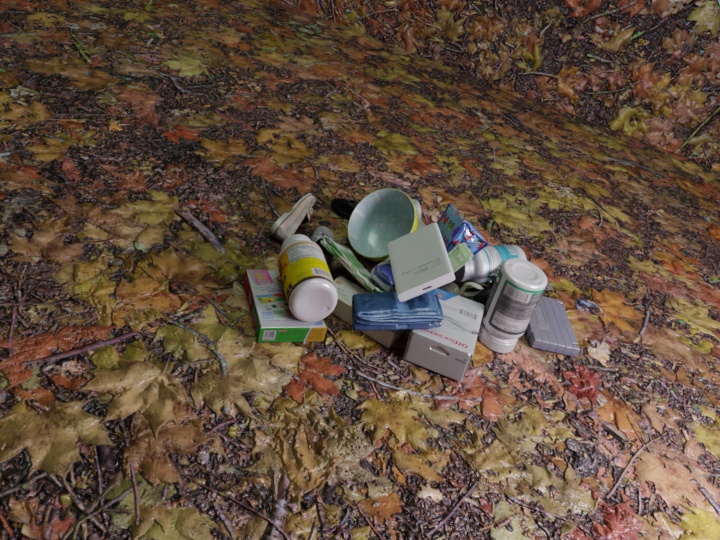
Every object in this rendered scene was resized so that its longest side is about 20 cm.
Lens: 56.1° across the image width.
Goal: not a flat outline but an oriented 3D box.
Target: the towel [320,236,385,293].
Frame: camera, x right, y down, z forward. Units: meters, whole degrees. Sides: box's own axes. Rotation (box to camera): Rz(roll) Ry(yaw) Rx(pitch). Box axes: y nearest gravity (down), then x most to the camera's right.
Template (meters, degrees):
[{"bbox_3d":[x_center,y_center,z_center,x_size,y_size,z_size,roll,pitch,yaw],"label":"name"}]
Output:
[{"bbox_3d":[0.000,0.000,1.621,0.200,0.024,0.152,45,8,26],"label":"towel"}]

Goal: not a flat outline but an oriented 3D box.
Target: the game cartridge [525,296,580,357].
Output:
[{"bbox_3d":[0.472,0.134,1.719,0.126,0.039,0.202,9,34,-4],"label":"game cartridge"}]

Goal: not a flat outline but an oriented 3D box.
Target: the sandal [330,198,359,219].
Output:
[{"bbox_3d":[0.008,-0.163,1.923,0.197,0.044,0.076,27,34,14],"label":"sandal"}]

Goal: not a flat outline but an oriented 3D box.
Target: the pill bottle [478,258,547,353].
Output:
[{"bbox_3d":[0.349,0.085,1.578,0.110,0.204,0.114,11,33,-8],"label":"pill bottle"}]

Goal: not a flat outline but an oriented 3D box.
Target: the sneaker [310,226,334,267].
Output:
[{"bbox_3d":[-0.090,-0.059,1.693,0.073,0.084,0.202,11,34,-9],"label":"sneaker"}]

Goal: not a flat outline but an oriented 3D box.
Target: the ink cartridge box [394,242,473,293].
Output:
[{"bbox_3d":[0.172,0.011,1.589,0.048,0.199,0.145,52,13,4],"label":"ink cartridge box"}]

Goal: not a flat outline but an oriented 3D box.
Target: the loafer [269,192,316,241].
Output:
[{"bbox_3d":[-0.167,-0.134,1.792,0.062,0.072,0.200,38,42,3],"label":"loafer"}]

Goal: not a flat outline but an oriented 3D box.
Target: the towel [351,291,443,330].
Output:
[{"bbox_3d":[0.077,0.083,1.471,0.194,0.050,0.112,-2,30,-4],"label":"towel"}]

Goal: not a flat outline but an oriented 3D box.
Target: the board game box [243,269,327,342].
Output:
[{"bbox_3d":[-0.170,0.075,1.501,0.149,0.041,0.202,2,37,-22],"label":"board game box"}]

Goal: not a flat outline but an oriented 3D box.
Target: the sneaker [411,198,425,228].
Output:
[{"bbox_3d":[0.136,-0.146,1.933,0.078,0.072,0.202,5,36,-12],"label":"sneaker"}]

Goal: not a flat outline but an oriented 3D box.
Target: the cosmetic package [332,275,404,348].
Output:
[{"bbox_3d":[0.008,0.091,1.552,0.197,0.052,0.082,30,35,18],"label":"cosmetic package"}]

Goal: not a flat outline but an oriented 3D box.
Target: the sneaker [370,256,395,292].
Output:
[{"bbox_3d":[0.105,-0.029,1.638,0.080,0.116,0.198,41,29,12],"label":"sneaker"}]

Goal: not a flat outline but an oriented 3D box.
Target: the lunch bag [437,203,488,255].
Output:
[{"bbox_3d":[0.211,-0.048,1.733,0.093,0.201,0.151,37,12,-21],"label":"lunch bag"}]

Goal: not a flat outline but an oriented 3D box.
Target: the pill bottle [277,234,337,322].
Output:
[{"bbox_3d":[-0.121,0.009,1.480,0.106,0.111,0.202,3,36,-21],"label":"pill bottle"}]

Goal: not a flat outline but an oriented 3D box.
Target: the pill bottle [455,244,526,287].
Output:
[{"bbox_3d":[0.337,-0.010,1.791,0.195,0.113,0.112,-2,37,-26],"label":"pill bottle"}]

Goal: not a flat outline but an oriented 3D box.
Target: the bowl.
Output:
[{"bbox_3d":[0.074,-0.103,1.786,0.200,0.200,0.108,45,2,37],"label":"bowl"}]

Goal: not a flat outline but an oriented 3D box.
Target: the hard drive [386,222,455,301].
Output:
[{"bbox_3d":[0.131,-0.022,1.514,0.129,0.027,0.202,-23,35,10],"label":"hard drive"}]

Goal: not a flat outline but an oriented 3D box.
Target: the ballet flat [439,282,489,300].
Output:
[{"bbox_3d":[0.243,0.060,1.688,0.195,0.069,0.068,-4,38,-29],"label":"ballet flat"}]

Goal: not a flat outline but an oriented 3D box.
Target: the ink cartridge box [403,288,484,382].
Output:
[{"bbox_3d":[0.192,0.139,1.533,0.142,0.085,0.201,20,33,8],"label":"ink cartridge box"}]

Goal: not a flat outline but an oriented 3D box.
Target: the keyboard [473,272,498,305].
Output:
[{"bbox_3d":[0.360,0.050,1.700,0.198,0.106,0.039,-30,11,-35],"label":"keyboard"}]
